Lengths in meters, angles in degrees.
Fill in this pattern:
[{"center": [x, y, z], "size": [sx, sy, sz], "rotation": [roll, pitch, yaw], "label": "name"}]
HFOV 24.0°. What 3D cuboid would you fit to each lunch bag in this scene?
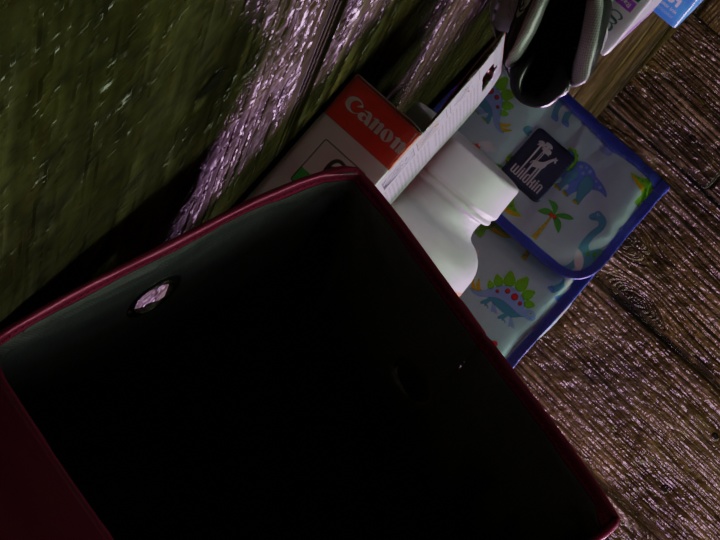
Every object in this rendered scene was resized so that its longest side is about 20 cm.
[{"center": [0.102, -0.043, 1.247], "size": [0.200, 0.170, 0.127], "rotation": [-49, 179, 13], "label": "lunch bag"}]

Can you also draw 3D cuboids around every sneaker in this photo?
[{"center": [0.104, -0.132, 0.981], "size": [0.200, 0.075, 0.116], "rotation": [100, 9, -64], "label": "sneaker"}]

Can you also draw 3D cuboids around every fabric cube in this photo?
[{"center": [-0.050, 0.111, 0.741], "size": [0.196, 0.200, 0.200], "rotation": [-28, 165, -32], "label": "fabric cube"}]

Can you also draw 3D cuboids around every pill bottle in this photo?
[{"center": [0.000, 0.000, 1.023], "size": [0.200, 0.111, 0.111], "rotation": [-49, 175, 9], "label": "pill bottle"}]

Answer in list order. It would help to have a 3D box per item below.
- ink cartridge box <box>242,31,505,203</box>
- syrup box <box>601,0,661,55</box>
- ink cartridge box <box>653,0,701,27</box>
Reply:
[{"center": [-0.005, -0.056, 0.911], "size": [0.200, 0.050, 0.109], "rotation": [-49, 174, -2], "label": "ink cartridge box"}, {"center": [0.188, -0.234, 1.032], "size": [0.081, 0.079, 0.200], "rotation": [-43, 173, -50], "label": "syrup box"}, {"center": [0.328, -0.331, 1.491], "size": [0.145, 0.085, 0.200], "rotation": [-44, 173, -37], "label": "ink cartridge box"}]
